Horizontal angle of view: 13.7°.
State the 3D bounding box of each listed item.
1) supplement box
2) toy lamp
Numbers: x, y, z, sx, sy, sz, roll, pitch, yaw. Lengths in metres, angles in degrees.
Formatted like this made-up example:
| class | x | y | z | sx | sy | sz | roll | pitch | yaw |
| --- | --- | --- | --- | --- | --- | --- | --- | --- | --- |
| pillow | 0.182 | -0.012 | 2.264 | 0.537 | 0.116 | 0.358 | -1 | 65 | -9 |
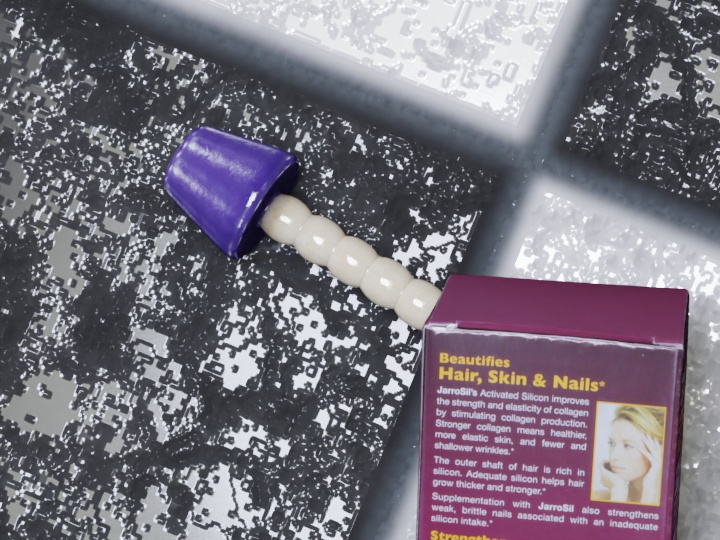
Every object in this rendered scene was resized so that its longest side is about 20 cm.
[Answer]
| class | x | y | z | sx | sy | sz | roll | pitch | yaw |
| --- | --- | --- | --- | --- | --- | --- | --- | --- | --- |
| supplement box | 0.082 | 0.110 | 1.300 | 0.110 | 0.086 | 0.201 | 4 | 106 | 8 |
| toy lamp | 0.000 | 0.000 | 1.371 | 0.200 | 0.058 | 0.058 | 33 | 89 | 10 |
